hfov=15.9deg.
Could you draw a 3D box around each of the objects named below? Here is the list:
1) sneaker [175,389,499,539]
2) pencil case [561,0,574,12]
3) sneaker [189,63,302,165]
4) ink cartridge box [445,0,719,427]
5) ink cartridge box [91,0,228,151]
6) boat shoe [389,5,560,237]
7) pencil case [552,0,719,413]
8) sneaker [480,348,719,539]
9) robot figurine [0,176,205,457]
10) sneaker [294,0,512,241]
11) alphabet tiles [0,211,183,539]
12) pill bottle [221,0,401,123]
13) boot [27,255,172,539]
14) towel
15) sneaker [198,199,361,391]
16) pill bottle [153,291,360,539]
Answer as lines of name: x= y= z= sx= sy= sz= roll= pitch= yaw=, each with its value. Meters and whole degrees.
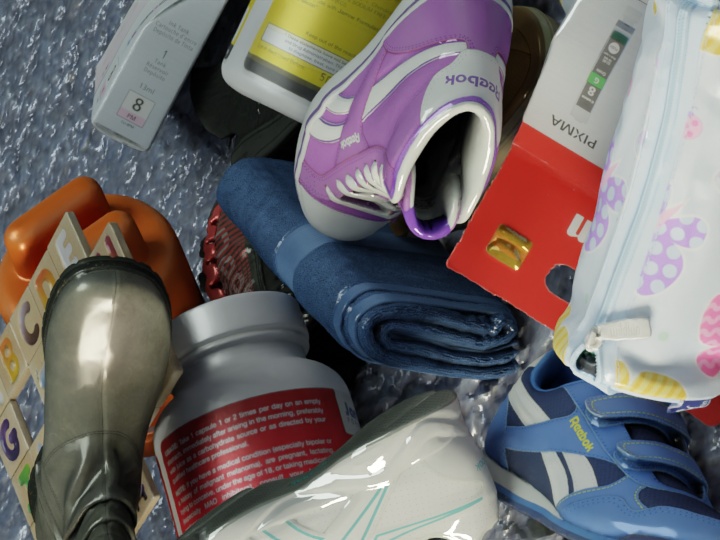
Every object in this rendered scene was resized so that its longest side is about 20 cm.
sneaker: x=-0.023 y=0.136 z=1.263 sx=0.199 sy=0.081 sz=0.070 roll=-28 pitch=8 yaw=18
pencil case: x=0.141 y=-0.167 z=1.335 sx=0.090 sy=0.083 sz=0.201 roll=-37 pitch=43 yaw=16
sneaker: x=-0.036 y=-0.115 z=1.581 sx=0.199 sy=0.060 sz=0.105 roll=-32 pitch=52 yaw=45
ink cartridge box: x=0.150 y=-0.049 z=1.217 sx=0.160 sy=0.050 sz=0.201 roll=31 pitch=97 yaw=10
ink cartridge box: x=-0.112 y=-0.190 z=1.692 sx=0.201 sy=0.057 sz=0.163 roll=-64 pitch=11 yaw=13
boat shoe: x=0.073 y=-0.076 z=1.356 sx=0.200 sy=0.064 sz=0.073 roll=126 pitch=142 yaw=-57
pencil case: x=0.146 y=-0.041 z=1.156 sx=0.083 sy=0.090 sz=0.201 roll=37 pitch=120 yaw=46
sneaker: x=0.124 y=0.094 z=1.232 sx=0.200 sy=0.074 sz=0.083 roll=26 pitch=91 yaw=55
robot figurine: x=-0.149 y=0.034 z=1.549 sx=0.143 sy=0.201 sz=0.117 roll=3 pitch=52 yaw=19
sneaker: x=0.015 y=-0.050 z=1.286 sx=0.201 sy=0.072 sz=0.115 roll=122 pitch=155 yaw=-51
alphabet tiles: x=-0.154 y=0.074 z=1.419 sx=0.200 sy=0.008 sz=0.168 roll=-56 pitch=50 yaw=43
pill bottle: x=0.010 y=-0.173 z=1.433 sx=0.112 sy=0.112 sz=0.201 roll=32 pitch=98 yaw=56
boot: x=-0.127 y=0.104 z=1.290 sx=0.131 sy=0.067 sz=0.201 roll=-105 pitch=22 yaw=-50
towel: x=0.000 y=0.000 z=1.419 sx=0.200 sy=0.111 sz=0.049 roll=47 pitch=122 yaw=53
sneaker: x=-0.043 y=0.025 z=1.502 sx=0.098 sy=0.071 sz=0.202 roll=-36 pitch=47 yaw=38
pill bottle: x=-0.047 y=0.120 z=1.372 sx=0.112 sy=0.112 sz=0.201 roll=-34 pitch=64 yaw=39
